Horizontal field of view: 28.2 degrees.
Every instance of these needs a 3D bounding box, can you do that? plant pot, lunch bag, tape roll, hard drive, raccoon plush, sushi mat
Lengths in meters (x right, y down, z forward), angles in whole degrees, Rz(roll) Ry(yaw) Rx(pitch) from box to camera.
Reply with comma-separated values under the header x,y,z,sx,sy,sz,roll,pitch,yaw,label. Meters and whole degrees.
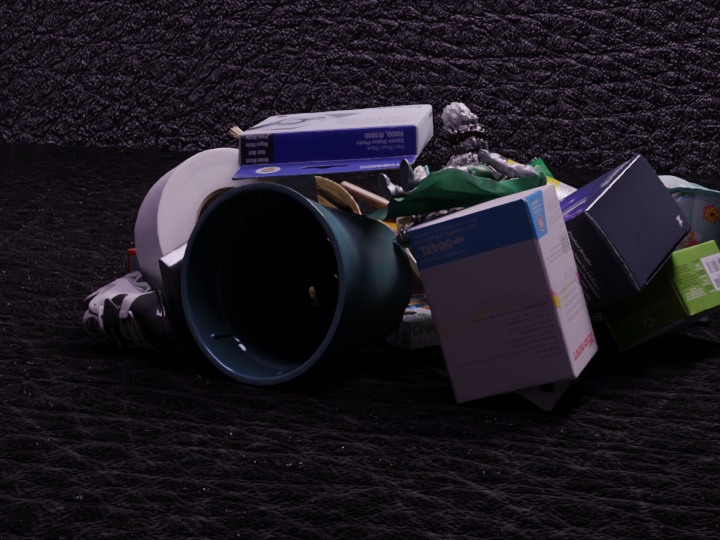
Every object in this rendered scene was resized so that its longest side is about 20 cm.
x,y,z,sx,sy,sz,roll,pitch,yaw,label
-0.053,0.013,1.508,0.198,0.203,0.195,6,4,29,plant pot
0.372,-0.036,1.822,0.120,0.172,0.200,7,9,-10,lunch bag
-0.159,-0.036,1.671,0.201,0.205,0.071,-6,-10,-33,tape roll
-0.127,-0.014,1.573,0.199,0.133,0.026,-35,53,-26,hard drive
0.085,-0.092,1.580,0.133,0.097,0.201,0,50,-37,raccoon plush
-0.064,-0.104,1.674,0.199,0.012,0.096,35,0,31,sushi mat

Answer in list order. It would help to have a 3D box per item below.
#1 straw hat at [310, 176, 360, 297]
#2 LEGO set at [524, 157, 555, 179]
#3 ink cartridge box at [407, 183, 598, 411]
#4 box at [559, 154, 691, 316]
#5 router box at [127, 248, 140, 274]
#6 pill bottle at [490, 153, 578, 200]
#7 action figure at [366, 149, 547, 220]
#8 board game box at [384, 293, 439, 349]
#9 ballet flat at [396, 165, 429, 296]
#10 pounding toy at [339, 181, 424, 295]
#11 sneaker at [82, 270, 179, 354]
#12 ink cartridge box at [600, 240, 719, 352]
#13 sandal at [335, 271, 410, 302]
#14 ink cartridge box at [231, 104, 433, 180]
x,y,z,sx,sy,sz,roll,pitch,yaw,label
-0.085,-0.020,1.877,0.199,0.203,0.085,3,-33,14,straw hat
0.219,-0.048,1.894,0.116,0.201,0.154,-36,7,27,LEGO set
0.145,0.034,1.398,0.124,0.202,0.128,-14,4,22,ink cartridge box
0.235,-0.017,1.561,0.199,0.105,0.148,-32,6,44,box
-0.192,-0.011,1.988,0.178,0.049,0.199,6,12,29,router box
0.224,-0.051,1.728,0.198,0.115,0.114,25,12,4,pill bottle
0.114,-0.090,1.468,0.198,0.055,0.118,-4,-12,-36,action figure
0.101,0.053,1.683,0.198,0.035,0.126,-7,13,-34,board game box
0.078,-0.046,1.719,0.071,0.072,0.201,-2,49,-18,ballet flat
0.079,-0.034,1.866,0.182,0.144,0.200,-1,10,-13,pounding toy
-0.256,0.058,1.574,0.088,0.075,0.200,-20,17,-18,sneaker
0.316,0.050,1.652,0.199,0.076,0.147,-34,-13,37,ink cartridge box
0.001,0.000,1.717,0.079,0.058,0.200,-11,15,-28,sandal
-0.027,-0.142,1.557,0.197,0.041,0.200,-3,15,10,ink cartridge box
